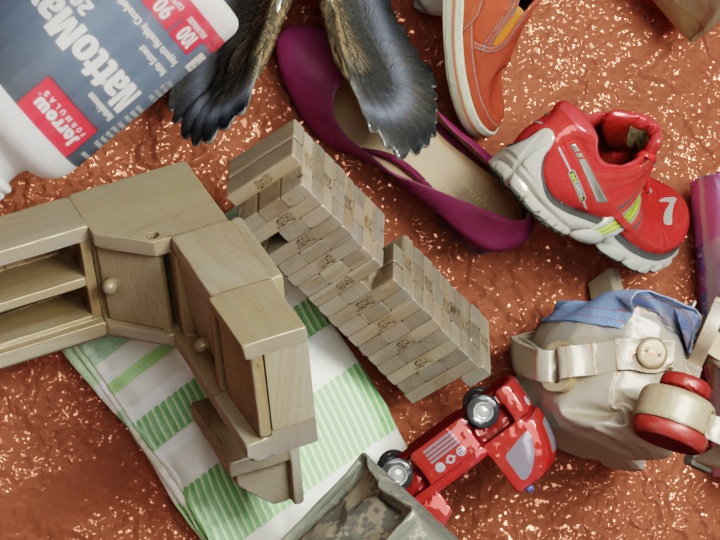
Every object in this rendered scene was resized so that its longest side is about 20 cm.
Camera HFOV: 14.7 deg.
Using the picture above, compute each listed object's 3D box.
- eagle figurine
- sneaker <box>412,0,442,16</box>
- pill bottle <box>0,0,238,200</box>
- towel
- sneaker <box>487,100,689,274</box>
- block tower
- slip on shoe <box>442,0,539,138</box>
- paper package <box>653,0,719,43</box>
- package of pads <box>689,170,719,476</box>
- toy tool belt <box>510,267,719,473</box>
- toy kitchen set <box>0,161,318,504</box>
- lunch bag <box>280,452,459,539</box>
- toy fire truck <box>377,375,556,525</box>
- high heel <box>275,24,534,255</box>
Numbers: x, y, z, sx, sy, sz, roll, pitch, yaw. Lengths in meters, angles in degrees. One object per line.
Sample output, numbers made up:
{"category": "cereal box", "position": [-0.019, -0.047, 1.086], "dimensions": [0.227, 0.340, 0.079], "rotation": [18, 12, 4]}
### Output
{"category": "eagle figurine", "position": [-0.035, -0.171, 1.726], "dimensions": [0.150, 0.151, 0.201], "rotation": [-2, 95, -47]}
{"category": "sneaker", "position": [0.055, -0.258, 1.804], "dimensions": [0.087, 0.075, 0.201], "rotation": [-12, 83, -11]}
{"category": "pill bottle", "position": [-0.182, -0.125, 1.648], "dimensions": [0.200, 0.120, 0.120], "rotation": [-41, 92, 1]}
{"category": "towel", "position": [-0.074, 0.080, 1.739], "dimensions": [0.152, 0.023, 0.200], "rotation": [-35, 89, -17]}
{"category": "sneaker", "position": [0.163, -0.057, 1.741], "dimensions": [0.085, 0.200, 0.077], "rotation": [-47, 61, 17]}
{"category": "block tower", "position": [0.000, 0.000, 1.707], "dimensions": [0.200, 0.058, 0.054], "rotation": [44, 29, -30]}
{"category": "slip on shoe", "position": [0.083, -0.164, 1.740], "dimensions": [0.061, 0.201, 0.074], "rotation": [2, 41, 4]}
{"category": "paper package", "position": [0.224, -0.289, 1.819], "dimensions": [0.200, 0.103, 0.191], "rotation": [49, 61, -2]}
{"category": "package of pads", "position": [0.283, 0.033, 1.808], "dimensions": [0.120, 0.076, 0.201], "rotation": [-2, 81, -13]}
{"category": "toy tool belt", "position": [0.169, 0.049, 1.714], "dimensions": [0.124, 0.200, 0.124], "rotation": [24, 78, -18]}
{"category": "toy kitchen set", "position": [-0.136, 0.073, 1.637], "dimensions": [0.179, 0.200, 0.164], "rotation": [-17, 125, -16]}
{"category": "lunch bag", "position": [0.000, 0.239, 1.611], "dimensions": [0.200, 0.118, 0.164], "rotation": [-48, 115, 0]}
{"category": "toy fire truck", "position": [0.051, 0.174, 1.707], "dimensions": [0.200, 0.049, 0.141], "rotation": [-36, 94, 1]}
{"category": "high heel", "position": [0.031, -0.090, 1.754], "dimensions": [0.200, 0.096, 0.068], "rotation": [40, 74, -5]}
